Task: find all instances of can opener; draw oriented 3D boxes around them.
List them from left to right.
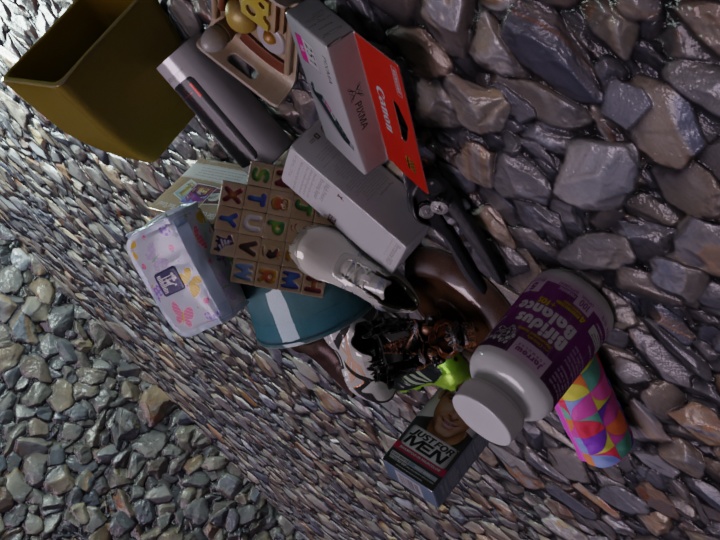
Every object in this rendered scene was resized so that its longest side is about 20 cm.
[{"bbox_3d":[0.121,-0.050,1.265,0.063,0.079,0.200,-28,116,25],"label":"can opener"}]

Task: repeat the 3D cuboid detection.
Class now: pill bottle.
[{"bbox_3d":[0.198,0.102,1.200,0.112,0.200,0.112,35,156,18],"label":"pill bottle"}]

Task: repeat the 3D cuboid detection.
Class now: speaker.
[{"bbox_3d":[-0.186,-0.228,1.414,0.200,0.081,0.081,50,156,-14],"label":"speaker"}]

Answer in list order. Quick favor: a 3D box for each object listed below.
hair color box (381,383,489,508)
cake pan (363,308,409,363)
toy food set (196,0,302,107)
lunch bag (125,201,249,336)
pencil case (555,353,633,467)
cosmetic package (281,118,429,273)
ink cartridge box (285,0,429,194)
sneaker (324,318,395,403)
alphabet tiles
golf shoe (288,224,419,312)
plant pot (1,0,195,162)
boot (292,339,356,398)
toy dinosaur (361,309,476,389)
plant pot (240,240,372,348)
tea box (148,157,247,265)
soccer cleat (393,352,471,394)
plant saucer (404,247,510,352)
[{"bbox_3d":[0.134,0.246,1.556,0.099,0.200,0.061,28,154,32],"label":"hair color box"},{"bbox_3d":[0.037,0.126,1.719,0.200,0.037,0.201,36,156,18],"label":"cake pan"},{"bbox_3d":[-0.145,-0.298,1.246,0.143,0.060,0.200,39,157,11],"label":"toy food set"},{"bbox_3d":[-0.248,-0.004,1.464,0.170,0.127,0.200,63,163,-11],"label":"lunch bag"},{"bbox_3d":[0.283,0.167,1.328,0.088,0.088,0.200,13,143,50],"label":"pencil case"},{"bbox_3d":[-0.004,-0.097,1.352,0.200,0.074,0.102,42,158,7],"label":"cosmetic package"},{"bbox_3d":[-0.002,-0.188,1.172,0.174,0.043,0.201,48,165,39],"label":"ink cartridge box"},{"bbox_3d":[0.008,0.145,1.658,0.080,0.074,0.200,12,143,48],"label":"sneaker"},{"bbox_3d":[-0.100,-0.055,1.409,0.199,0.168,0.006,10,-178,-16],"label":"alphabet tiles"},{"bbox_3d":[0.000,0.000,1.385,0.199,0.079,0.097,26,180,-30],"label":"golf shoe"},{"bbox_3d":[-0.350,-0.266,1.486,0.194,0.196,0.200,16,152,48],"label":"plant pot"},{"bbox_3d":[-0.062,0.161,1.845,0.167,0.072,0.200,55,163,11],"label":"boot"},{"bbox_3d":[0.082,0.107,1.427,0.200,0.135,0.103,-55,49,54],"label":"toy dinosaur"},{"bbox_3d":[-0.095,-0.018,1.511,0.200,0.200,0.189,5,122,56],"label":"plant pot"},{"bbox_3d":[-0.200,-0.059,1.661,0.199,0.134,0.197,16,146,47],"label":"tea box"},{"bbox_3d":[0.094,0.142,1.569,0.200,0.067,0.081,-12,107,58],"label":"soccer cleat"},{"bbox_3d":[0.134,0.052,1.440,0.200,0.032,0.201,37,157,18],"label":"plant saucer"}]
